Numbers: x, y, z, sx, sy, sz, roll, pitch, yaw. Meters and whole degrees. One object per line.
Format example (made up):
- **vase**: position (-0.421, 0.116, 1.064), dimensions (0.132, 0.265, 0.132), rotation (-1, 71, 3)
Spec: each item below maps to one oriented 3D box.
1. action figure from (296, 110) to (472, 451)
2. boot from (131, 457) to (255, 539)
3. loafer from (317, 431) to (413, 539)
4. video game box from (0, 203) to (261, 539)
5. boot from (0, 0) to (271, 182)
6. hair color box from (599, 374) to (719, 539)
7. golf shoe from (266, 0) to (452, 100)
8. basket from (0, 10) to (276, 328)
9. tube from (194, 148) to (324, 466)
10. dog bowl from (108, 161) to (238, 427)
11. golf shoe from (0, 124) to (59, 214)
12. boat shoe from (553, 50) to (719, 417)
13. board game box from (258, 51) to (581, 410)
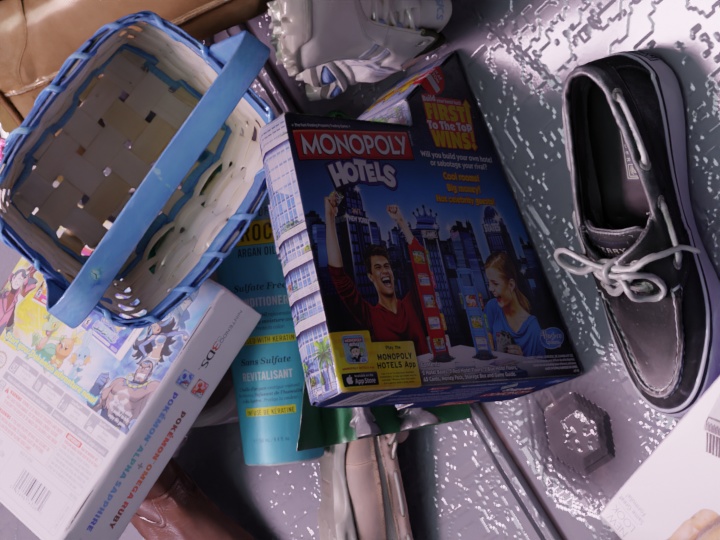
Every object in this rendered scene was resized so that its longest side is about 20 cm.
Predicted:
- **action figure**: position (0.000, 0.000, 0.959), dimensions (0.055, 0.118, 0.201), rotation (-26, 74, 62)
- **boot**: position (-0.133, 0.150, 1.075), dimensions (0.186, 0.064, 0.200), rotation (28, 153, 34)
- **loafer**: position (0.004, 0.119, 1.021), dimensions (0.072, 0.062, 0.201), rotation (-152, 58, -71)
- **video game box**: position (-0.178, 0.063, 0.997), dimensions (0.200, 0.047, 0.183), rotation (27, 84, 46)
- **boot**: position (-0.144, -0.142, 1.016), dimensions (0.199, 0.175, 0.066), rotation (-22, 58, 14)
- **hair color box**: position (0.224, 0.096, 0.807), dimensions (0.109, 0.065, 0.200), rotation (47, 130, 20)
- **golf shoe**: position (-0.001, -0.145, 0.849), dimensions (0.097, 0.200, 0.079), rotation (-10, 89, 7)
- **basket**: position (-0.121, -0.058, 0.883), dimensions (0.139, 0.200, 0.177), rotation (38, 88, -12)
- **tube**: position (-0.058, 0.020, 0.990), dimensions (0.077, 0.050, 0.201), rotation (-7, 90, 7)
- **dog bowl**: position (-0.117, 0.016, 1.088), dimensions (0.199, 0.059, 0.201), rotation (15, 113, 38)
- **golf shoe**: position (-0.239, -0.120, 1.132), dimensions (0.092, 0.072, 0.201), rotation (1, 105, 58)
- **boat shoe**: position (0.146, -0.014, 0.837), dimensions (0.073, 0.068, 0.201), rotation (3, 105, 41)
- **board game box**: position (0.021, -0.026, 0.889), dimensions (0.062, 0.199, 0.201), rotation (-24, 72, 42)
